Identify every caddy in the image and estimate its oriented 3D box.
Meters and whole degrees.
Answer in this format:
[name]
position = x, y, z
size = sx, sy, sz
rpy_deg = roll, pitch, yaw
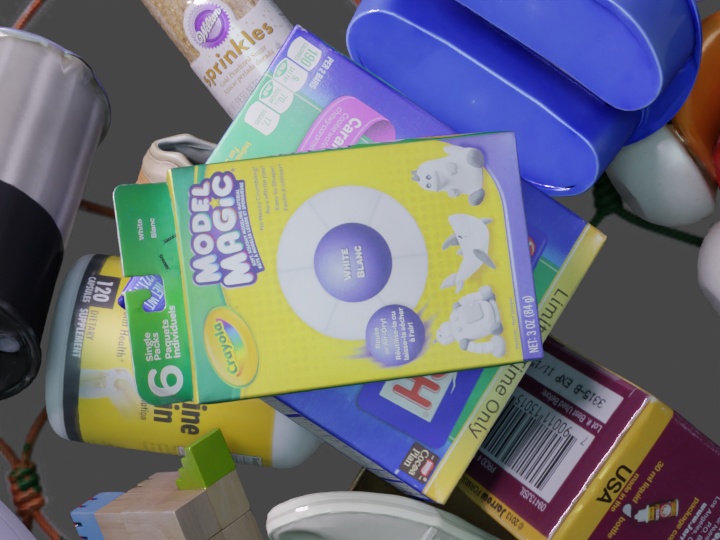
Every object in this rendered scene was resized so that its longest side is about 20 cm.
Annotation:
[caddy]
position = 0.090, -0.136, 0.847
size = 0.200, 0.105, 0.142
rpy_deg = 34, 129, 0

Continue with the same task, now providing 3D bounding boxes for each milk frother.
[milk frother]
position = -0.260, -0.054, 0.848
size = 0.180, 0.200, 0.189
rpy_deg = -10, 48, 19

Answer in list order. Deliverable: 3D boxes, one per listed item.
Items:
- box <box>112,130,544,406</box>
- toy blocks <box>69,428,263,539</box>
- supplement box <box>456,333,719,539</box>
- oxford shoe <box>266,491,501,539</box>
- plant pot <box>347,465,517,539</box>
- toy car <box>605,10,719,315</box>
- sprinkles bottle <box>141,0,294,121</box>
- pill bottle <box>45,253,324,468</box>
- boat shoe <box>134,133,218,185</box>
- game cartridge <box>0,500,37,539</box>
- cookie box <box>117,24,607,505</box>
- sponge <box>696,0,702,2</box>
[box]
position = -0.017, -0.001, 0.752
size = 0.199, 0.048, 0.118
rpy_deg = -8, 87, -8
[toy blocks]
position = -0.106, 0.197, 0.900
size = 0.100, 0.136, 0.201
rpy_deg = -32, 106, -43
[supplement box]
position = 0.161, 0.136, 0.854
size = 0.200, 0.131, 0.103
rpy_deg = 37, 87, -29
[oxford shoe]
position = 0.036, 0.170, 0.837
size = 0.199, 0.075, 0.058
rpy_deg = 27, 53, -30
[plant pot]
position = 0.069, 0.157, 0.907
size = 0.199, 0.027, 0.201
rpy_deg = -7, 108, -22
[toy car]
position = 0.254, -0.067, 0.889
size = 0.175, 0.150, 0.200
rpy_deg = -39, 88, -1
[sprinkles bottle]
position = -0.081, -0.148, 0.938
size = 0.068, 0.068, 0.200
rpy_deg = -39, 88, -1
[pill bottle]
position = -0.078, 0.056, 0.908
size = 0.199, 0.112, 0.113
rpy_deg = 7, 88, 1
[boat shoe]
position = -0.032, -0.029, 0.883
size = 0.199, 0.075, 0.069
rpy_deg = 7, 120, -5
[game cartridge]
position = -0.240, 0.209, 0.924
size = 0.133, 0.040, 0.200
rpy_deg = -40, 88, 14
[cookie box]
position = 0.000, 0.000, 0.816
size = 0.200, 0.075, 0.172
rpy_deg = 33, 82, -6
[sponge]
position = 0.179, -0.208, 0.930
size = 0.199, 0.030, 0.112
rpy_deg = -11, 58, 1
